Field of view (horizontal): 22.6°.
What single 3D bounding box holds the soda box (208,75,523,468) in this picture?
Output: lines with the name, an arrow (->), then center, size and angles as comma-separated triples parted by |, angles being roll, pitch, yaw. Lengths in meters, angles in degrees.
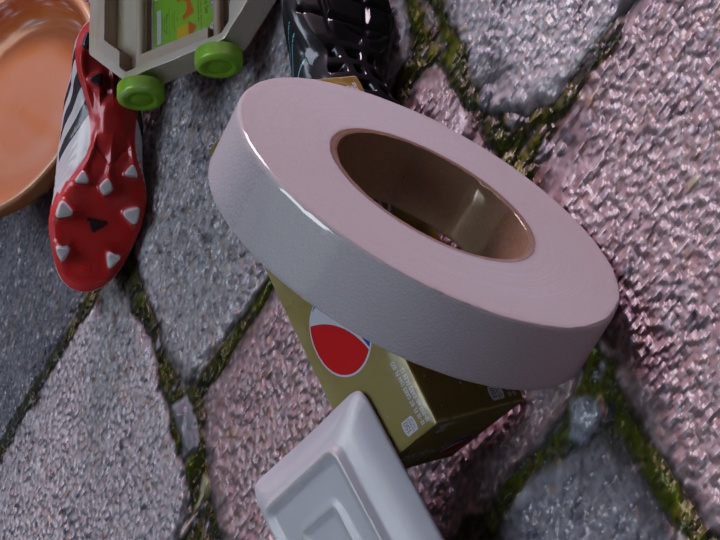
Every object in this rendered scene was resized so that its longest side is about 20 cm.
soda box -> 0.000, 0.000, 0.927 | 0.064, 0.067, 0.201 | -44, 66, 41

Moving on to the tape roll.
tape roll -> 0.026, -0.021, 0.833 | 0.037, 0.202, 0.203 | -61, 36, 24

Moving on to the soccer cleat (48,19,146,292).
soccer cleat -> -0.189, -0.085, 1.310 | 0.085, 0.068, 0.202 | -175, 89, -80

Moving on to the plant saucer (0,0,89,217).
plant saucer -> -0.271, -0.129, 1.424 | 0.199, 0.037, 0.202 | -17, 60, 31

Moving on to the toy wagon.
toy wagon -> -0.102, -0.199, 1.209 | 0.199, 0.039, 0.156 | -17, 64, 31

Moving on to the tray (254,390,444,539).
tray -> 0.012, 0.170, 0.883 | 0.107, 0.022, 0.201 | -45, 67, 40

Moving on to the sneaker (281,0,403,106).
sneaker -> -0.020, -0.105, 1.047 | 0.079, 0.075, 0.201 | -48, 42, 40
